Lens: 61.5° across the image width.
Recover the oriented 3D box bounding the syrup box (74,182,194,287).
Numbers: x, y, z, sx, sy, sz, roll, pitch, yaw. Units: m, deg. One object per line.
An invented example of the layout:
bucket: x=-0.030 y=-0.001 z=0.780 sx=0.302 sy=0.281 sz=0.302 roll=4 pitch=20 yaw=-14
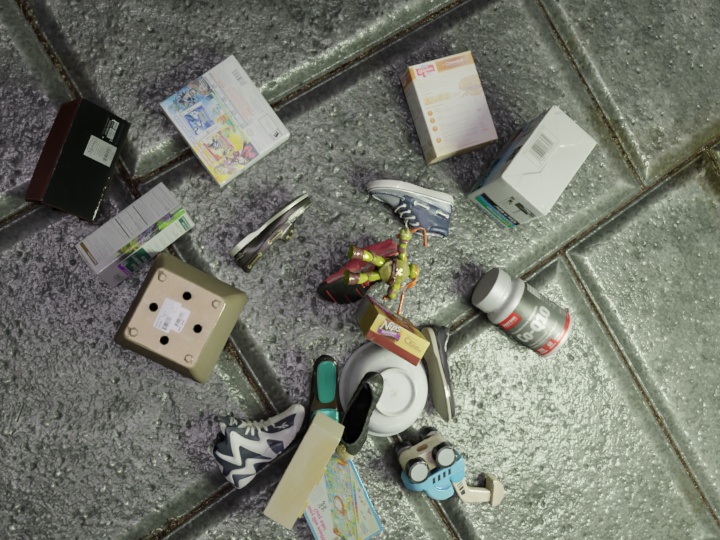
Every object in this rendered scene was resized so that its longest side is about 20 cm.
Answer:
syrup box: x=-0.426 y=-0.067 z=1.154 sx=0.200 sy=0.079 sz=0.081 roll=-41 pitch=74 yaw=-13

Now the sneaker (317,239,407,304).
sneaker: x=0.000 y=0.000 z=1.270 sx=0.198 sy=0.087 sz=0.074 roll=-26 pitch=130 yaw=4

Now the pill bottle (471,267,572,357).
pill bottle: x=0.347 y=0.088 z=1.311 sx=0.199 sy=0.114 sz=0.115 roll=34 pitch=80 yaw=-8

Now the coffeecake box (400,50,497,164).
coffeecake box: x=0.193 y=-0.356 z=1.327 sx=0.151 sy=0.073 sz=0.203 roll=-18 pitch=90 yaw=-13

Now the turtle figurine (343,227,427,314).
turtle figurine: x=0.050 y=0.006 z=1.190 sx=0.159 sy=0.065 sz=0.202 roll=4 pitch=122 yaw=-16

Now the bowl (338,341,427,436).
bowl: x=0.059 y=0.246 z=1.248 sx=0.198 sy=0.090 sz=0.205 roll=1 pitch=86 yaw=-13

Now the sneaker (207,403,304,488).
sneaker: x=-0.213 y=0.310 z=1.187 sx=0.199 sy=0.079 sz=0.130 roll=-43 pitch=104 yaw=-2

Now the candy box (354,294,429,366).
candy box: x=0.057 y=0.114 z=1.198 sx=0.116 sy=0.200 sz=0.057 roll=31 pitch=95 yaw=-9

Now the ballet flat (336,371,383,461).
ballet flat: x=-0.010 y=0.285 z=1.184 sx=0.066 sy=0.057 sz=0.202 roll=28 pitch=108 yaw=29

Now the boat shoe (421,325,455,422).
boat shoe: x=0.181 y=0.216 z=1.287 sx=0.062 sy=0.073 sz=0.203 roll=-9 pitch=84 yaw=-23

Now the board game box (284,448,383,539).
board game box: x=-0.054 y=0.469 z=1.236 sx=0.133 sy=0.034 sz=0.202 roll=-25 pitch=92 yaw=-13

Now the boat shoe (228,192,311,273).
boat shoe: x=-0.173 y=-0.078 z=1.230 sx=0.201 sy=0.072 sz=0.061 roll=-40 pitch=99 yaw=-5

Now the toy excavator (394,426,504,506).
toy excavator: x=0.189 y=0.434 z=1.272 sx=0.192 sy=0.100 sz=0.202 roll=-24 pitch=105 yaw=-11

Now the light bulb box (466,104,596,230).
light bulb box: x=0.356 y=-0.211 z=1.290 sx=0.124 sy=0.200 sz=0.199 roll=39 pitch=79 yaw=-6

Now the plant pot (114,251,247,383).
plant pot: x=-0.335 y=0.089 z=1.126 sx=0.198 sy=0.177 sz=0.202 roll=28 pitch=81 yaw=-10

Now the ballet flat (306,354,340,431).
ballet flat: x=-0.074 y=0.268 z=1.223 sx=0.067 sy=0.068 sz=0.203 roll=6 pitch=94 yaw=-13

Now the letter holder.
letter holder: x=-0.540 y=-0.206 z=1.149 sx=0.100 sy=0.141 sz=0.203 roll=25 pitch=79 yaw=-42

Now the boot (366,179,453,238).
boot: x=0.105 y=-0.130 z=1.291 sx=0.197 sy=0.073 sz=0.092 roll=10 pitch=78 yaw=-13

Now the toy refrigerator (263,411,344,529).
toy refrigerator: x=-0.104 y=0.381 z=1.158 sx=0.069 sy=0.076 sz=0.202 roll=29 pitch=95 yaw=2

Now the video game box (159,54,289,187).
video game box: x=-0.273 y=-0.302 z=1.233 sx=0.181 sy=0.047 sz=0.201 roll=-38 pitch=94 yaw=-14
